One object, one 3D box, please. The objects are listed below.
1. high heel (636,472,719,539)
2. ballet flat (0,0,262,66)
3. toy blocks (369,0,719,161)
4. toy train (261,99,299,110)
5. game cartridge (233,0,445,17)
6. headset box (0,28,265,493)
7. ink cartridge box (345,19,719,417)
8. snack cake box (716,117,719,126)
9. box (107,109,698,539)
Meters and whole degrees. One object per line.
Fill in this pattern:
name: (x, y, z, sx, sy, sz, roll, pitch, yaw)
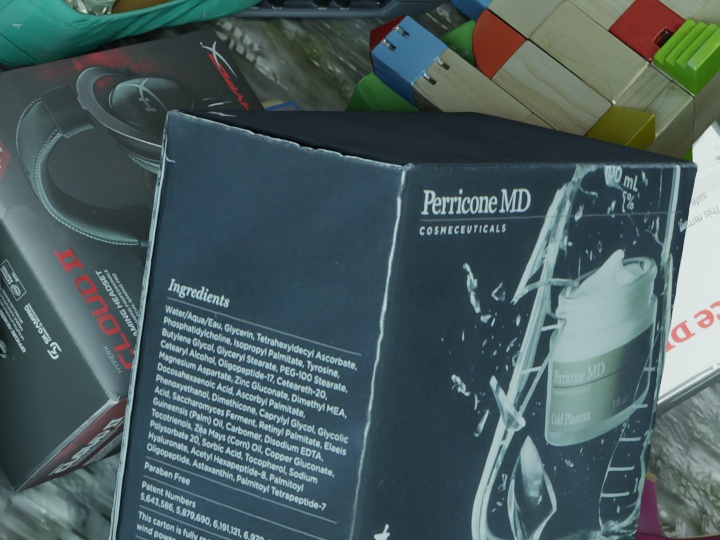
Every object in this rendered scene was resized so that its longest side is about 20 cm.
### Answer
high heel: (0.176, 0.157, 1.217, 0.200, 0.067, 0.096, 25, 48, -30)
ballet flat: (-0.084, -0.145, 1.185, 0.200, 0.070, 0.068, -27, 84, -37)
toy blocks: (0.098, -0.107, 1.183, 0.137, 0.100, 0.200, 40, 78, 19)
toy train: (0.000, 0.000, 1.197, 0.034, 0.046, 0.200, -21, 73, -51)
game cartridge: (-0.050, -0.189, 1.326, 0.200, 0.040, 0.134, -5, 65, -47)
headset box: (-0.105, -0.008, 1.075, 0.200, 0.077, 0.149, -17, 71, -52)
ink cartridge box: (0.102, -0.025, 1.243, 0.145, 0.084, 0.200, -28, 78, -20)
snack cake box: (0.203, -0.074, 1.335, 0.067, 0.200, 0.115, 24, 43, -33)
box: (0.017, 0.043, 1.019, 0.200, 0.124, 0.198, -4, 104, -52)
